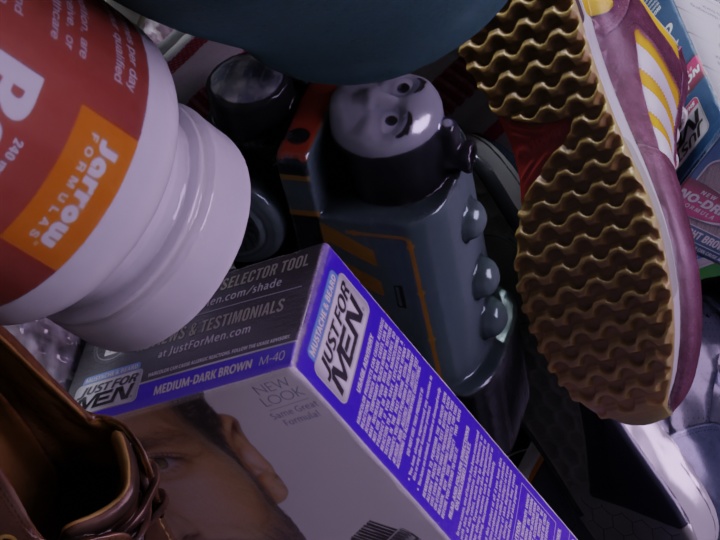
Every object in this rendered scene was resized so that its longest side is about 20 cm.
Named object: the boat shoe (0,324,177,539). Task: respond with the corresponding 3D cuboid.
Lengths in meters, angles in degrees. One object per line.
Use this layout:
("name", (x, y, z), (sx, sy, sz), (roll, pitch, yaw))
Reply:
("boat shoe", (-0.098, 0.085, 0.812), (0.200, 0.067, 0.072), (51, 36, -33))

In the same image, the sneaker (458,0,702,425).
("sneaker", (0.100, -0.043, 0.944), (0.090, 0.075, 0.201), (-12, 87, -51))

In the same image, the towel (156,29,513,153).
("towel", (-0.004, -0.056, 0.985), (0.200, 0.144, 0.023), (36, 16, -46))

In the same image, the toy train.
("toy train", (0.000, 0.000, 0.934), (0.201, 0.113, 0.086), (77, 25, -44))

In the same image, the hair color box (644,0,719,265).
("hair color box", (0.153, -0.078, 1.056), (0.100, 0.061, 0.201), (23, 30, -24))

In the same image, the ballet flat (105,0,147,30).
("ballet flat", (-0.107, -0.115, 0.908), (0.069, 0.063, 0.201), (31, 50, -49))

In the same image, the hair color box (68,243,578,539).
("hair color box", (-0.008, 0.086, 0.921), (0.200, 0.109, 0.065), (50, 38, -33))

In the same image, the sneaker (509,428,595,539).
("sneaker", (0.081, 0.125, 1.070), (0.079, 0.078, 0.201), (7, 67, -35))

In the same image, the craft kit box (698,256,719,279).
("craft kit box", (0.146, -0.095, 1.230), (0.200, 0.048, 0.199), (44, 42, -40))

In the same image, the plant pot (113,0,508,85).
("plant pot", (-0.029, -0.158, 0.799), (0.188, 0.199, 0.201), (46, 37, -59))

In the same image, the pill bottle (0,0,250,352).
("pill bottle", (-0.130, -0.052, 0.773), (0.200, 0.112, 0.113), (33, 47, -41))

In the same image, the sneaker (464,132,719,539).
("sneaker", (0.116, 0.009, 1.030), (0.146, 0.077, 0.203), (-38, 101, -36))
